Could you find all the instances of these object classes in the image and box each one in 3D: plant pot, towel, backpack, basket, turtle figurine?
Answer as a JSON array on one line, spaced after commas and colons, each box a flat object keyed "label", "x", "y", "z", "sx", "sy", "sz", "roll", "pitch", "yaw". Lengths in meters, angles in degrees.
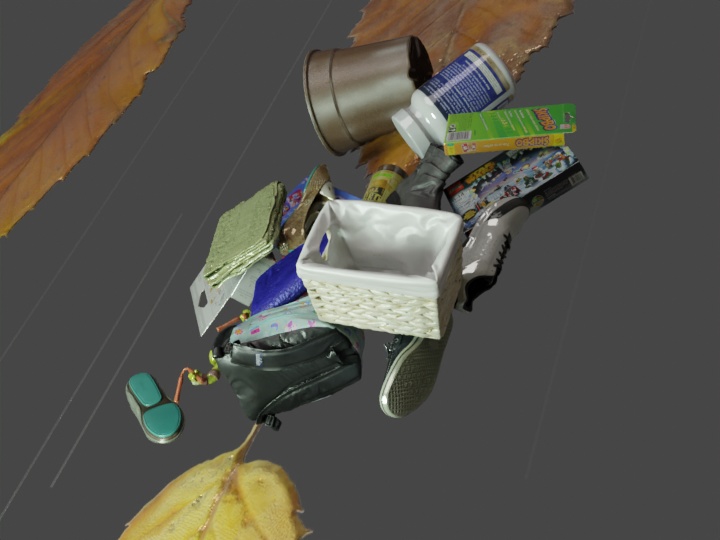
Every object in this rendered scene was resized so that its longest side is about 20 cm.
[{"label": "plant pot", "x": 0.026, "y": -0.327, "z": 1.907, "sx": 0.196, "sy": 0.201, "sz": 0.201, "roll": -11, "pitch": 40, "yaw": 22}, {"label": "towel", "x": -0.186, "y": -0.060, "z": 1.725, "sx": 0.148, "sy": 0.037, "sz": 0.201, "roll": -30, "pitch": 30, "yaw": 21}, {"label": "backpack", "x": -0.092, "y": 0.117, "z": 1.497, "sx": 0.198, "sy": 0.168, "sz": 0.127, "roll": -19, "pitch": 33, "yaw": 14}, {"label": "towel", "x": -0.086, "y": -0.009, "z": 1.591, "sx": 0.200, "sy": 0.050, "sz": 0.148, "roll": -40, "pitch": 11, "yaw": 11}, {"label": "basket", "x": 0.034, "y": 0.001, "z": 1.401, "sx": 0.198, "sy": 0.124, "sz": 0.136, "roll": 7, "pitch": 48, "yaw": 20}, {"label": "turtle figurine", "x": -0.203, "y": 0.133, "z": 1.653, "sx": 0.161, "sy": 0.064, "sz": 0.200, "roll": -26, "pitch": 21, "yaw": 51}]

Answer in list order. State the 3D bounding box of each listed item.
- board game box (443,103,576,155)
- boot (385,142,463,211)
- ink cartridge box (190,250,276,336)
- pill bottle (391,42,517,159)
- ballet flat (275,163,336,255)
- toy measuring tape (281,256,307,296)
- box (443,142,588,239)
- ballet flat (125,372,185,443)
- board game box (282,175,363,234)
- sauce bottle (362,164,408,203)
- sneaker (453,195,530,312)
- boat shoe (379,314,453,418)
[{"label": "board game box", "x": 0.230, "y": -0.217, "z": 1.605, "sx": 0.198, "sy": 0.030, "sz": 0.096, "roll": -6, "pitch": 34, "yaw": 15}, {"label": "boot", "x": 0.113, "y": -0.123, "z": 1.613, "sx": 0.132, "sy": 0.070, "sz": 0.200, "roll": -52, "pitch": 32, "yaw": 10}, {"label": "ink cartridge box", "x": -0.223, "y": 0.008, "z": 1.812, "sx": 0.177, "sy": 0.044, "sz": 0.200, "roll": -56, "pitch": 25, "yaw": 13}, {"label": "pill bottle", "x": 0.158, "y": -0.283, "z": 1.782, "sx": 0.199, "sy": 0.116, "sz": 0.116, "roll": -38, "pitch": 33, "yaw": -2}, {"label": "ballet flat", "x": -0.075, "y": -0.098, "z": 1.752, "sx": 0.065, "sy": 0.071, "sz": 0.201, "roll": 12, "pitch": 54, "yaw": 18}, {"label": "toy measuring tape", "x": -0.082, "y": 0.009, "z": 1.685, "sx": 0.199, "sy": 0.074, "sz": 0.074, "roll": -2, "pitch": 46, "yaw": 46}, {"label": "box", "x": 0.232, "y": -0.131, "z": 1.596, "sx": 0.199, "sy": 0.040, "sz": 0.137, "roll": -32, "pitch": 32, "yaw": 9}, {"label": "ballet flat", "x": -0.318, "y": 0.231, "z": 1.652, "sx": 0.067, "sy": 0.064, "sz": 0.200, "roll": -18, "pitch": 31, "yaw": -20}, {"label": "board game box", "x": -0.081, "y": -0.085, "z": 1.828, "sx": 0.134, "sy": 0.045, "sz": 0.200, "roll": -45, "pitch": 34, "yaw": -11}, {"label": "sauce bottle", "x": 0.025, "y": -0.088, "z": 1.715, "sx": 0.064, "sy": 0.065, "sz": 0.201, "roll": -11, "pitch": 41, "yaw": 34}, {"label": "sneaker", "x": 0.182, "y": -0.019, "z": 1.494, "sx": 0.200, "sy": 0.074, "sz": 0.080, "roll": -49, "pitch": 49, "yaw": -10}, {"label": "boat shoe", "x": 0.066, "y": 0.120, "z": 1.418, "sx": 0.062, "sy": 0.075, "sz": 0.201, "roll": -15, "pitch": 34, "yaw": 38}]
